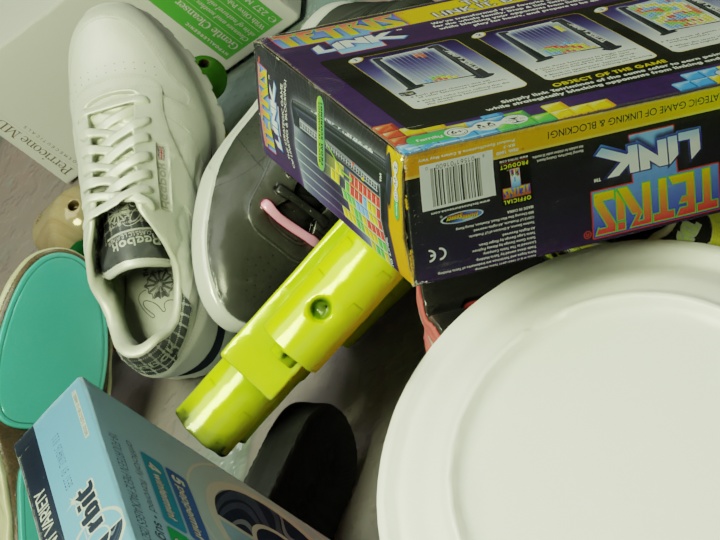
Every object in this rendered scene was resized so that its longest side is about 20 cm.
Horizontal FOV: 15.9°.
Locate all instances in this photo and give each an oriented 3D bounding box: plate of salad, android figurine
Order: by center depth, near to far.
[{"bbox_3d":[0.106,0.082,0.959,0.200,0.048,0.200,-6,62,11],"label":"plate of salad"},{"bbox_3d":[0.000,0.000,1.156,0.200,0.041,0.182,-46,-3,4],"label":"android figurine"}]

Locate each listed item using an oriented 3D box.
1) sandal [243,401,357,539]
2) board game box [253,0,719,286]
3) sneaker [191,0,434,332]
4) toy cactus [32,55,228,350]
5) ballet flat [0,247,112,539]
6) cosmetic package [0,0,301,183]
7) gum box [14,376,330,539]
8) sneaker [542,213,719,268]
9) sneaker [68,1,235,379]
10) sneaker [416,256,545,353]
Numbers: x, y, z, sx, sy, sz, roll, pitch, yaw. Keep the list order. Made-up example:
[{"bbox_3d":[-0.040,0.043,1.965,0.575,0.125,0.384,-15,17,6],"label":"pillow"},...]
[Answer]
[{"bbox_3d":[-0.038,0.146,1.118,0.048,0.075,0.201,4,60,31],"label":"sandal"},{"bbox_3d":[0.078,-0.065,1.025,0.200,0.057,0.165,-13,23,-17],"label":"board game box"},{"bbox_3d":[-0.013,-0.061,1.287,0.099,0.071,0.200,-12,46,53],"label":"sneaker"},{"bbox_3d":[-0.144,-0.031,1.426,0.165,0.102,0.200,-14,57,59],"label":"toy cactus"},{"bbox_3d":[-0.163,0.090,1.308,0.069,0.069,0.200,-17,65,44],"label":"ballet flat"},{"bbox_3d":[-0.139,-0.151,1.510,0.200,0.108,0.085,-34,36,30],"label":"cosmetic package"},{"bbox_3d":[-0.031,0.146,0.980,0.045,0.200,0.170,-46,32,12],"label":"gum box"},{"bbox_3d":[0.113,-0.029,1.086,0.075,0.076,0.200,-57,30,-5],"label":"sneaker"},{"bbox_3d":[-0.111,-0.044,1.307,0.076,0.080,0.200,-18,79,18],"label":"sneaker"},{"bbox_3d":[0.075,0.083,1.048,0.074,0.087,0.200,-10,52,-11],"label":"sneaker"}]
